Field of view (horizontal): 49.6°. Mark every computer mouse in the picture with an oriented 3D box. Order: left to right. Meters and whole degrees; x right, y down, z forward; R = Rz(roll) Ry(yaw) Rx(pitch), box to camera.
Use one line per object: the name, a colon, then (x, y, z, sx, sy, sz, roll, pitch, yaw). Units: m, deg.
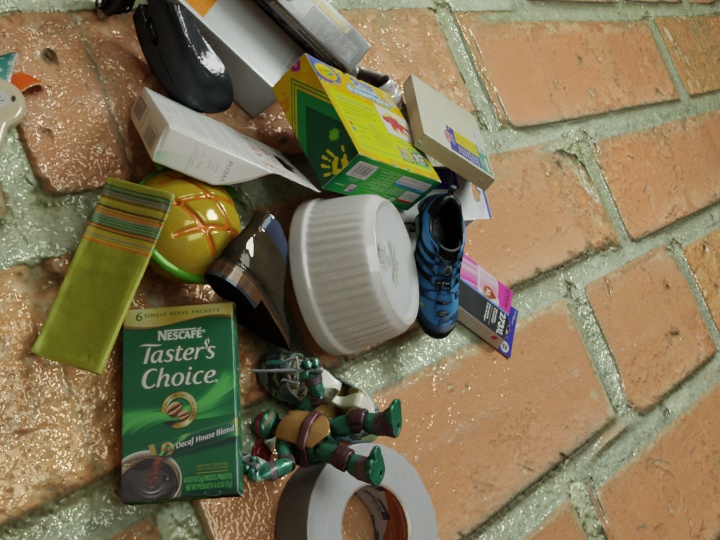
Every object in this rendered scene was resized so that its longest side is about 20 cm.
computer mouse: (-0.234, -0.266, 0.942, 0.200, 0.138, 0.053, 55, 48, -26)

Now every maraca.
maraca: (-0.196, -0.066, 0.893, 0.137, 0.107, 0.201, 31, 36, -30)

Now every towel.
towel: (-0.261, 0.001, 0.793, 0.018, 0.085, 0.201, 58, 47, -63)

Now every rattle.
rattle: (-0.378, -0.184, 0.762, 0.130, 0.143, 0.200, 45, 52, 8)

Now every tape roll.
tape roll: (-0.001, 0.310, 0.924, 0.199, 0.066, 0.202, 17, 61, -35)

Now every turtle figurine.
turtle figurine: (-0.060, 0.176, 0.871, 0.101, 0.198, 0.151, 59, 42, -56)

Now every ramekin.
ramekin: (0.000, 0.000, 0.977, 0.200, 0.104, 0.202, -12, 90, -70)

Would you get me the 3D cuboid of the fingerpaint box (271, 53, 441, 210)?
fingerpaint box: (-0.003, -0.177, 1.036, 0.199, 0.073, 0.168, 7, 51, -55)

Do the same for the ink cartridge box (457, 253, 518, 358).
ink cartridge box: (0.187, 0.048, 1.228, 0.200, 0.037, 0.095, 37, 52, -26)

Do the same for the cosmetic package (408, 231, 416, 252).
cosmetic package: (0.099, -0.032, 1.152, 0.082, 0.051, 0.201, 13, 59, -4)

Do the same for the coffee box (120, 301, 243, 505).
coffee box: (-0.186, 0.135, 0.811, 0.122, 0.044, 0.202, -3, 70, -3)

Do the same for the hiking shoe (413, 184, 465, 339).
hiking shoe: (0.103, -0.009, 1.045, 0.074, 0.087, 0.202, -1, 87, -8)

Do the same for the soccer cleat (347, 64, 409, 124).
soccer cleat: (0.039, -0.249, 1.187, 0.199, 0.086, 0.070, 28, 55, -33)

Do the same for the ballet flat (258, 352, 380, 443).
ballet flat: (-0.033, 0.159, 0.960, 0.199, 0.074, 0.075, 30, 54, -29)

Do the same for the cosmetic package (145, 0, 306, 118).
cosmetic package: (-0.179, -0.314, 1.035, 0.200, 0.071, 0.102, 40, 50, -22)

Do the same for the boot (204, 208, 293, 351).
boot: (-0.101, 0.018, 0.894, 0.097, 0.074, 0.200, -62, 156, -21)

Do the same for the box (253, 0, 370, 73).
box: (-0.093, -0.354, 1.072, 0.200, 0.158, 0.048, 40, 85, -20)

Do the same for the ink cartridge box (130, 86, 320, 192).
ink cartridge box: (-0.164, -0.138, 0.926, 0.199, 0.050, 0.161, 24, 14, -34)

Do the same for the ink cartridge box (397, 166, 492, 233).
ink cartridge box: (0.086, -0.104, 1.138, 0.198, 0.039, 0.100, -2, 60, -14)

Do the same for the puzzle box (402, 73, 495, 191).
puzzle box: (0.127, -0.209, 1.156, 0.133, 0.025, 0.201, 29, 31, -22)
